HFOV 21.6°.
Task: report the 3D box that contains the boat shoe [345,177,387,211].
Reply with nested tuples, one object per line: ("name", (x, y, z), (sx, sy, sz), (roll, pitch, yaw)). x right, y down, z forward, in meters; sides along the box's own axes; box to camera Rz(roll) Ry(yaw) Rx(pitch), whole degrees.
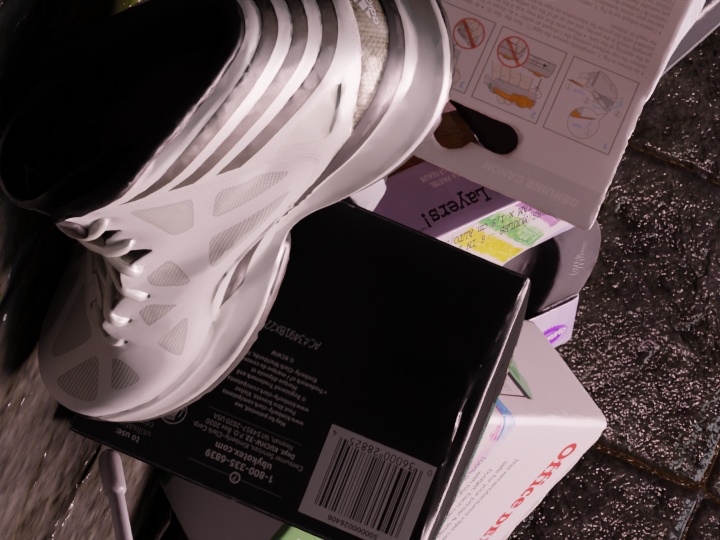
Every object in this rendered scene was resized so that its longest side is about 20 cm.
("boat shoe", (-0.012, -0.078, 0.748), (0.068, 0.073, 0.199), (-51, 164, -4))

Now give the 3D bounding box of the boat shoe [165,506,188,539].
("boat shoe", (-0.072, 0.135, 1.070), (0.201, 0.073, 0.061), (-67, 159, -54))

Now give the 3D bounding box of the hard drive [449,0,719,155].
("hard drive", (0.118, -0.157, 0.973), (0.200, 0.140, 0.033), (-41, 152, 10))

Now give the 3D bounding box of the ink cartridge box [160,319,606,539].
("ink cartridge box", (0.016, 0.098, 1.018), (0.199, 0.084, 0.145), (7, 130, -49))

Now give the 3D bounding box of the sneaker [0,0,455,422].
("sneaker", (-0.072, -0.021, 0.551), (0.115, 0.076, 0.201), (-3, 146, -43))

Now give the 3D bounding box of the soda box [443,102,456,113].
("soda box", (0.044, -0.129, 1.097), (0.068, 0.063, 0.201), (-56, 169, -61))

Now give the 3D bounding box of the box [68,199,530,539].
("box", (-0.017, 0.042, 0.799), (0.200, 0.147, 0.125), (58, 54, -83))

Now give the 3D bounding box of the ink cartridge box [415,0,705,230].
("ink cartridge box", (0.080, -0.136, 0.909), (0.050, 0.161, 0.202), (49, 65, -79))

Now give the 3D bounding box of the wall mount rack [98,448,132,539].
("wall mount rack", (-0.124, 0.186, 0.802), (0.174, 0.074, 0.201), (-58, 171, -38))

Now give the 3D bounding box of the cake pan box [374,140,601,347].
("cake pan box", (0.038, 0.012, 1.051), (0.198, 0.053, 0.185), (-24, 152, -16))

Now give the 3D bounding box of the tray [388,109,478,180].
("tray", (0.000, 0.000, 1.081), (0.098, 0.037, 0.201), (-17, 148, -25))
